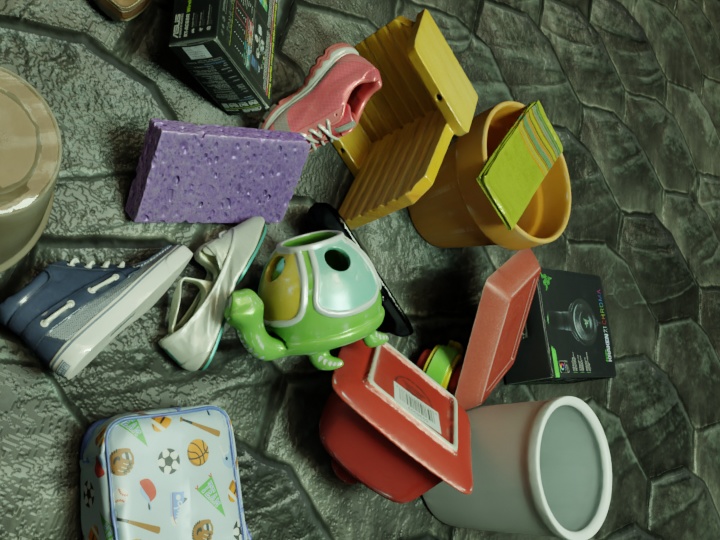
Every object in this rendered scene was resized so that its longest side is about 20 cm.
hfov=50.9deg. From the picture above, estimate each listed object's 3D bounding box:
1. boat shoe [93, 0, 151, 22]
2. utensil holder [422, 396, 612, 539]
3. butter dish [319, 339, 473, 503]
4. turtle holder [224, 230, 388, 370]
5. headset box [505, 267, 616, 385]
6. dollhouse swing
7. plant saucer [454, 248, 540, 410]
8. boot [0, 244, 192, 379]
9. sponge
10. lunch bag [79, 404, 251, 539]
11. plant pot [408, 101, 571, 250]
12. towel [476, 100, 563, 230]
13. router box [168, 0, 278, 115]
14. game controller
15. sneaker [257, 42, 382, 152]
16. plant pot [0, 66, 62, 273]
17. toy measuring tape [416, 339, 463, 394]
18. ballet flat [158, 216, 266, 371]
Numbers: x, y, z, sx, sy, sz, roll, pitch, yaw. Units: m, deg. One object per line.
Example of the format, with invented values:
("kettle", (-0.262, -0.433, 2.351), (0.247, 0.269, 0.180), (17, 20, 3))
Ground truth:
("boat shoe", (-0.242, -0.373, 0.866), (0.075, 0.074, 0.202), (36, 55, -29))
("utensil holder", (0.196, 0.257, 0.989), (0.169, 0.199, 0.172), (13, 70, -42))
("butter dish", (0.022, 0.193, 0.898), (0.199, 0.148, 0.200), (39, 17, -5))
("turtle holder", (-0.065, 0.031, 0.858), (0.183, 0.141, 0.133), (-12, 105, -13))
("headset box", (0.309, 0.092, 1.223), (0.199, 0.092, 0.176), (7, 72, -41))
("dollhouse swing", (0.016, -0.185, 0.961), (0.183, 0.199, 0.176), (55, 49, -15))
("plant saucer", (0.196, 0.083, 1.052), (0.199, 0.036, 0.202), (-29, 136, -59))
("boot", (-0.253, 0.012, 0.746), (0.090, 0.073, 0.200), (41, 39, -3))
("sponge", (-0.154, -0.107, 0.849), (0.199, 0.112, 0.030), (-4, 37, -44))
("lunch bag", (-0.184, 0.235, 0.736), (0.159, 0.075, 0.202), (3, 75, -45))
("plant pot", (0.172, -0.116, 1.096), (0.199, 0.182, 0.203), (14, 68, -40))
("towel", (0.217, -0.144, 1.006), (0.086, 0.018, 0.200), (53, 49, -17))
("router box", (-0.154, -0.309, 0.890), (0.150, 0.061, 0.202), (48, 42, -65))
("game controller", (0.000, 0.000, 0.960), (0.042, 0.104, 0.201), (-39, 106, -19))
("sneaker", (-0.051, -0.185, 0.925), (0.201, 0.087, 0.074), (-53, 151, -2))
("plant pot", (-0.329, -0.087, 0.615), (0.199, 0.173, 0.203), (6, 81, -42))
("toy measuring tape", (0.092, 0.161, 1.013), (0.074, 0.073, 0.200), (53, 49, -17))
("ballet flat", (-0.163, 0.011, 0.833), (0.069, 0.069, 0.202), (36, 59, -29))
